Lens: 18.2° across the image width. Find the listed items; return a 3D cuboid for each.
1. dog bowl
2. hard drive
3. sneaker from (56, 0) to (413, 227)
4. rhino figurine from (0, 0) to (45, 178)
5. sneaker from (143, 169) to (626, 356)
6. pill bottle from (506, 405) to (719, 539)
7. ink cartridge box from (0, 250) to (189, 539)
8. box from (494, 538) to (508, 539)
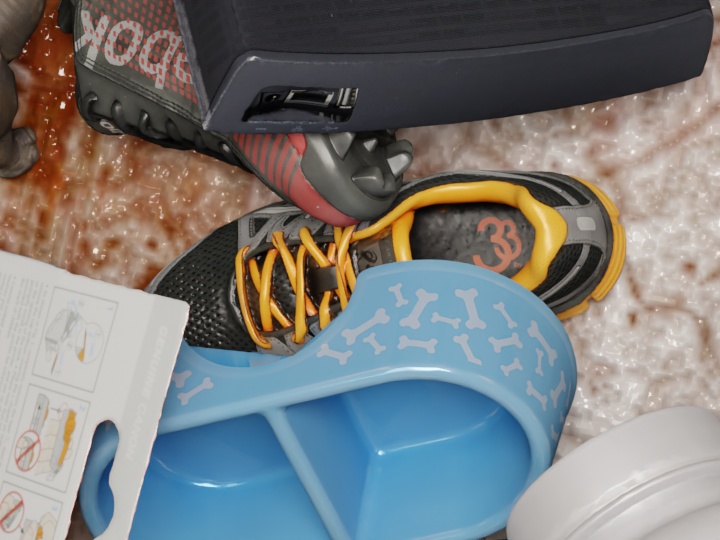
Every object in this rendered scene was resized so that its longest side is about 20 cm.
[{"bbox_3d":[-0.017,0.064,0.843,0.200,0.112,0.050,-13,38,16],"label":"dog bowl"},{"bbox_3d":[0.028,-0.122,0.816,0.200,0.042,0.135,-8,73,-21],"label":"hard drive"},{"bbox_3d":[-0.056,-0.072,0.873,0.098,0.071,0.200,-49,54,14],"label":"sneaker"},{"bbox_3d":[-0.149,-0.142,0.907,0.060,0.087,0.200,9,87,12],"label":"rhino figurine"},{"bbox_3d":[0.000,0.000,0.869,0.200,0.077,0.078,-16,83,12],"label":"sneaker"},{"bbox_3d":[0.129,0.147,0.727,0.112,0.112,0.200,-34,60,7],"label":"pill bottle"},{"bbox_3d":[-0.134,0.075,0.857,0.200,0.047,0.160,12,86,45],"label":"ink cartridge box"},{"bbox_3d":[-0.011,0.188,0.776,0.200,0.046,0.159,-9,84,-32],"label":"box"}]
